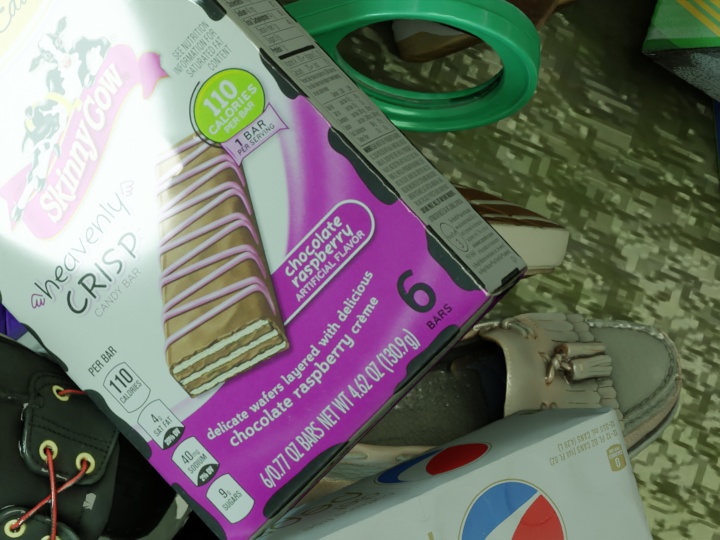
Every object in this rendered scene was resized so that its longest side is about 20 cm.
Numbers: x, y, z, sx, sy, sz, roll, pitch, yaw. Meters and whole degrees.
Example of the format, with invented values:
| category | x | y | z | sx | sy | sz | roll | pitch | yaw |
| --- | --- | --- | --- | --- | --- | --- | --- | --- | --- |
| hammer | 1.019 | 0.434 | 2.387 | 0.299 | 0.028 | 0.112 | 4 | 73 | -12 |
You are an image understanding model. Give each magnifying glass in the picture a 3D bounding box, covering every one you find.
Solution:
| category | x | y | z | sx | sy | sz | roll | pitch | yaw |
| --- | --- | --- | --- | --- | --- | --- | --- | --- | --- |
| magnifying glass | -0.033 | -0.079 | 1.022 | 0.198 | 0.080 | 0.023 | 0 | 61 | 10 |

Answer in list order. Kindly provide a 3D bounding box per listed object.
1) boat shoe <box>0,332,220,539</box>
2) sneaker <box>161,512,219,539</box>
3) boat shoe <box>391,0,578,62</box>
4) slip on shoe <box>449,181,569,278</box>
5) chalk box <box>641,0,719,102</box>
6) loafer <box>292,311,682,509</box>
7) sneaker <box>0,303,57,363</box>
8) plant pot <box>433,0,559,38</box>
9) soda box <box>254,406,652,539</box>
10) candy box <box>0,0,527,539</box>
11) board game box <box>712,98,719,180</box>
| category | x | y | z | sx | sy | sz | roll | pitch | yaw |
| --- | --- | --- | --- | --- | --- | --- | --- | --- | --- |
| boat shoe | -0.112 | 0.069 | 0.990 | 0.201 | 0.063 | 0.074 | 21 | 93 | -53 |
| sneaker | -0.060 | 0.187 | 1.070 | 0.113 | 0.071 | 0.201 | 50 | 33 | -40 |
| boat shoe | 0.097 | -0.151 | 1.155 | 0.199 | 0.071 | 0.070 | -23 | 91 | -16 |
| slip on shoe | 0.000 | 0.000 | 1.093 | 0.199 | 0.076 | 0.061 | -3 | 113 | -47 |
| chalk box | 0.229 | -0.116 | 1.063 | 0.124 | 0.199 | 0.125 | 27 | 76 | -34 |
| loafer | 0.042 | 0.055 | 1.113 | 0.199 | 0.063 | 0.072 | -13 | 59 | -16 |
| sneaker | -0.147 | 0.030 | 1.064 | 0.200 | 0.099 | 0.070 | -35 | 139 | -38 |
| plant pot | -0.018 | -0.197 | 1.064 | 0.199 | 0.187 | 0.188 | 14 | 80 | 19 |
| soda box | 0.013 | 0.113 | 1.021 | 0.199 | 0.063 | 0.069 | -21 | 98 | -34 |
| candy box | -0.060 | -0.023 | 0.978 | 0.200 | 0.061 | 0.136 | 46 | 108 | 5 |
| board game box | 0.251 | -0.076 | 1.208 | 0.198 | 0.045 | 0.136 | -3 | 86 | -17 |
